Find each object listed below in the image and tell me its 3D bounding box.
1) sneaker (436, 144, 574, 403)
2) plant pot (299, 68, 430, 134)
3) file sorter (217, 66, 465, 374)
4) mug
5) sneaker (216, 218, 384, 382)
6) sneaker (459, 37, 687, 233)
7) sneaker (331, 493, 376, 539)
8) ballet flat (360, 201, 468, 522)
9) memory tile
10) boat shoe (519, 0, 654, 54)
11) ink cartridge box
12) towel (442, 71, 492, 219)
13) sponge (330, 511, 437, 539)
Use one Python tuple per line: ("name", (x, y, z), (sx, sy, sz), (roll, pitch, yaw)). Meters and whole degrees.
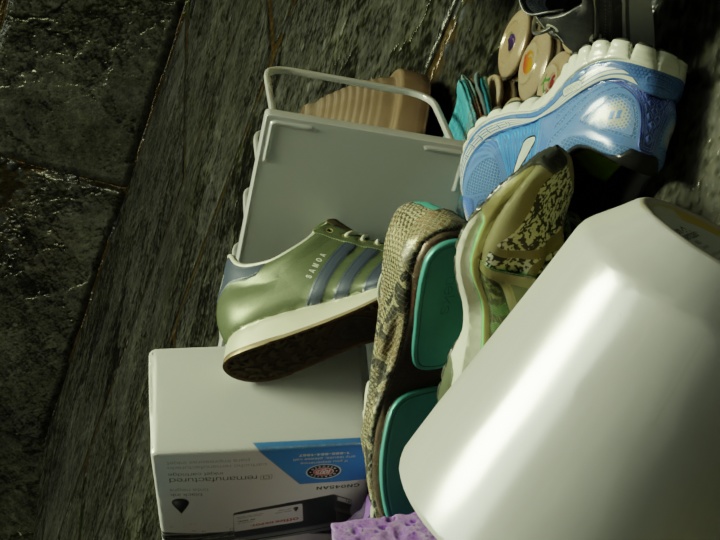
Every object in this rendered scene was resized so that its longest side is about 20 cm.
("sneaker", (0.100, 0.025, 0.789), (0.077, 0.089, 0.200), (-35, -37, -36))
("plant pot", (-0.016, -0.077, 1.240), (0.201, 0.092, 0.201), (-163, 90, -82))
("file sorter", (-0.021, -0.027, 1.071), (0.125, 0.138, 0.200), (-105, 26, -64))
("mug", (0.111, 0.047, 0.650), (0.153, 0.149, 0.187), (-62, 26, 17))
("sneaker", (0.000, 0.000, 0.968), (0.067, 0.200, 0.090), (65, -171, -58))
("sneaker", (0.109, -0.052, 0.851), (0.200, 0.078, 0.089), (137, 147, -62))
("sneaker", (0.026, 0.173, 0.991), (0.200, 0.081, 0.084), (-54, 9, 39))
("ballet flat", (0.031, 0.053, 0.875), (0.075, 0.068, 0.200), (-139, 49, -56))
("memory tile", (0.126, -0.158, 0.999), (0.153, 0.017, 0.200), (-108, 35, -63))
("boat shoe", (0.115, -0.154, 0.797), (0.200, 0.066, 0.070), (78, 172, -61))
("ink cartridge box", (-0.069, 0.139, 1.050), (0.200, 0.144, 0.084), (94, 172, -54))
("towel", (0.057, -0.021, 1.075), (0.147, 0.022, 0.200), (-95, 20, -46))
("sponge", (0.046, 0.202, 0.784), (0.200, 0.111, 0.030), (-98, 1, -53))
